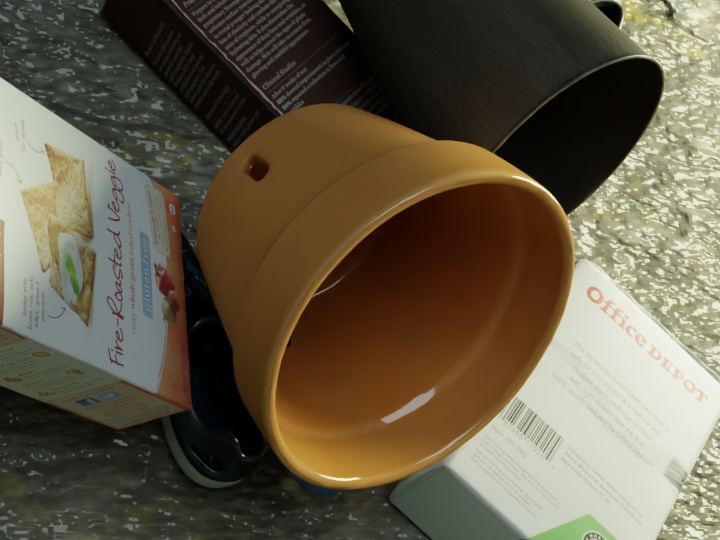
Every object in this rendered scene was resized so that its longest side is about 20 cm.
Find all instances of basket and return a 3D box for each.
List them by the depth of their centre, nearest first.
[{"bbox_3d":[0.073,-0.141,0.879,0.135,0.181,0.201,-10,57,-37],"label":"basket"}]

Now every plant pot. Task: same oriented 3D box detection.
[{"bbox_3d":[0.000,0.000,0.767,0.198,0.202,0.140,-13,40,-31],"label":"plant pot"}]

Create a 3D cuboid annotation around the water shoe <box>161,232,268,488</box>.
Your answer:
[{"bbox_3d":[-0.104,0.029,0.833,0.071,0.079,0.201,-21,78,-33],"label":"water shoe"}]

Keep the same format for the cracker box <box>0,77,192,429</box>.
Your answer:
[{"bbox_3d":[-0.165,-0.008,0.715,0.200,0.057,0.135,35,43,-57],"label":"cracker box"}]

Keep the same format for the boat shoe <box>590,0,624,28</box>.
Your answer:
[{"bbox_3d":[0.129,-0.158,1.054,0.199,0.057,0.067,-35,85,-35],"label":"boat shoe"}]

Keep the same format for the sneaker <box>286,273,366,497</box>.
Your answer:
[{"bbox_3d":[-0.020,0.046,0.883,0.065,0.079,0.202,2,59,7],"label":"sneaker"}]

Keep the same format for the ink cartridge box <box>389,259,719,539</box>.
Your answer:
[{"bbox_3d":[0.136,0.115,0.913,0.146,0.084,0.200,43,55,-4],"label":"ink cartridge box"}]

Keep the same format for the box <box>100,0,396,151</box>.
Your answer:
[{"bbox_3d":[-0.069,-0.145,0.938,0.200,0.075,0.100,47,55,-2],"label":"box"}]
